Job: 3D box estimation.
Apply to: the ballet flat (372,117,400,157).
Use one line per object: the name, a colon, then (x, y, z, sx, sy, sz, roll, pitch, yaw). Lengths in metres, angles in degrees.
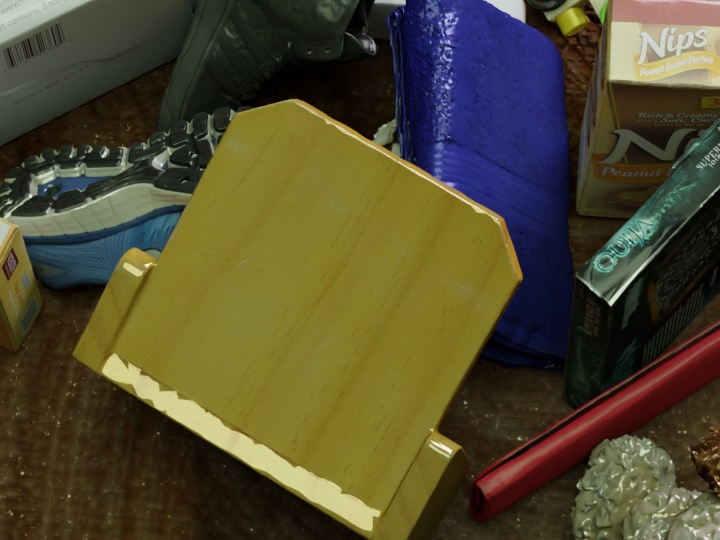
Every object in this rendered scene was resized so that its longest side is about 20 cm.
ballet flat: (0.000, 0.000, 1.622, 0.072, 0.072, 0.201, 16, 73, 4)

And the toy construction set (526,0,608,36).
toy construction set: (0.144, -0.211, 1.679, 0.131, 0.092, 0.200, -31, 65, 15)

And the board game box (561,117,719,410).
board game box: (0.164, -0.002, 1.554, 0.028, 0.200, 0.135, 41, 75, 15)

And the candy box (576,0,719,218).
candy box: (0.183, -0.085, 1.581, 0.115, 0.200, 0.055, 3, 71, 0)

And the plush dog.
plush dog: (0.181, 0.180, 1.509, 0.160, 0.172, 0.201, 14, 71, 3)

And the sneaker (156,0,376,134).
sneaker: (-0.040, -0.132, 1.620, 0.104, 0.060, 0.200, 22, 110, 9)

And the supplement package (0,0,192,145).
supplement package: (-0.224, -0.191, 1.637, 0.191, 0.147, 0.200, -27, 75, -9)

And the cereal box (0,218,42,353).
cereal box: (-0.275, -0.030, 1.586, 0.200, 0.144, 0.040, 25, 74, 8)

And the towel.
towel: (0.066, -0.049, 1.612, 0.049, 0.148, 0.201, -12, 69, 32)

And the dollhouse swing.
dollhouse swing: (-0.018, 0.028, 1.534, 0.200, 0.182, 0.176, 30, 86, 9)

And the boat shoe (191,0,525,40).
boat shoe: (-0.001, -0.175, 1.674, 0.199, 0.074, 0.066, 8, 76, 0)

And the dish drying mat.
dish drying mat: (0.146, 0.075, 1.593, 0.200, 0.077, 0.018, -32, 73, -10)

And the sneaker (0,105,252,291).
sneaker: (-0.099, -0.031, 1.619, 0.199, 0.089, 0.079, -8, 42, 13)
